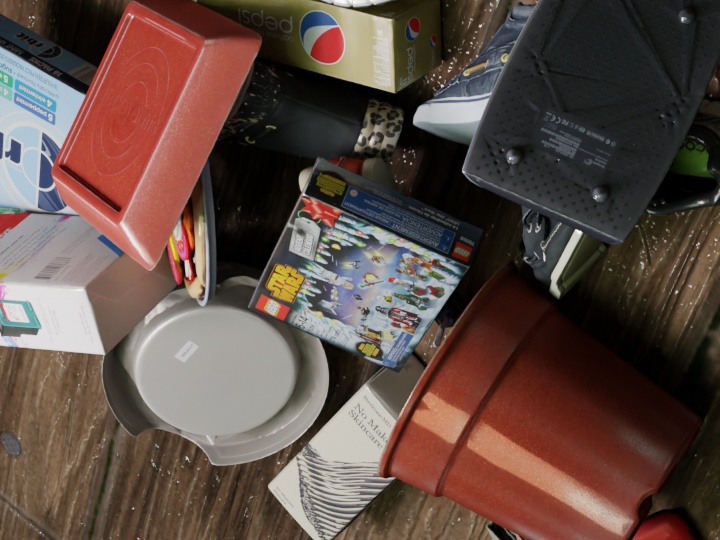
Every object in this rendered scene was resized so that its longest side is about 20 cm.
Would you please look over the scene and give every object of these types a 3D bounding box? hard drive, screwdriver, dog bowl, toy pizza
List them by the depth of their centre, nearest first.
[{"bbox_3d":[0.166,-0.122,1.495,0.135,0.200,0.042,24,163,9],"label":"hard drive"},{"bbox_3d":[0.070,0.039,1.703,0.029,0.200,0.028,-36,93,5],"label":"screwdriver"},{"bbox_3d":[-0.149,-0.069,1.769,0.200,0.032,0.200,173,90,-79],"label":"toy pizza"},{"bbox_3d":[-0.128,0.078,1.907,0.200,0.059,0.200,-2,124,-2],"label":"dog bowl"}]

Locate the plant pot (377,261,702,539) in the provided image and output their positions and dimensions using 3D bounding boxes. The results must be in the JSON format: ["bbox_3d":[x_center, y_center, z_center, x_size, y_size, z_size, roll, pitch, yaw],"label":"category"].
[{"bbox_3d":[0.149,0.127,1.685,0.195,0.201,0.201,31,133,10],"label":"plant pot"}]

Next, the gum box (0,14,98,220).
[{"bbox_3d":[-0.292,-0.111,1.884,0.170,0.045,0.200,29,130,24],"label":"gum box"}]

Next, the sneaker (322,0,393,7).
[{"bbox_3d":[-0.031,-0.258,1.666,0.200,0.074,0.080,18,124,31],"label":"sneaker"}]

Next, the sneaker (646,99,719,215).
[{"bbox_3d":[0.207,-0.086,1.559,0.200,0.087,0.074,12,124,36],"label":"sneaker"}]

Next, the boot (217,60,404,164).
[{"bbox_3d":[-0.053,-0.121,1.760,0.154,0.074,0.204,19,175,-7],"label":"boot"}]

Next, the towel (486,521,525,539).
[{"bbox_3d":[0.181,0.316,1.792,0.193,0.035,0.200,52,170,42],"label":"towel"}]

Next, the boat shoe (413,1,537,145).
[{"bbox_3d":[0.111,-0.146,1.626,0.071,0.091,0.200,20,171,-24],"label":"boat shoe"}]

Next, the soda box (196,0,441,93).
[{"bbox_3d":[-0.034,-0.201,1.707,0.200,0.068,0.064,18,126,32],"label":"soda box"}]

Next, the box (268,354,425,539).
[{"bbox_3d":[0.003,0.160,1.906,0.082,0.068,0.200,47,137,7],"label":"box"}]

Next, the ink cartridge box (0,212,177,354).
[{"bbox_3d":[-0.273,0.008,1.827,0.200,0.116,0.067,4,122,31],"label":"ink cartridge box"}]

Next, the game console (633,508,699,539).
[{"bbox_3d":[0.242,0.301,1.828,0.172,0.119,0.200,-28,98,15],"label":"game console"}]

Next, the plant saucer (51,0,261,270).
[{"bbox_3d":[-0.173,-0.122,1.704,0.200,0.037,0.200,33,98,57],"label":"plant saucer"}]

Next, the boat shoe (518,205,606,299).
[{"bbox_3d":[0.149,-0.034,1.606,0.066,0.075,0.199,44,176,10],"label":"boat shoe"}]

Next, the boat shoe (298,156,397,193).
[{"bbox_3d":[0.008,-0.025,1.735,0.063,0.071,0.200,-5,148,16],"label":"boat shoe"}]

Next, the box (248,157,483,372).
[{"bbox_3d":[0.000,0.000,1.676,0.137,0.040,0.200,24,150,-3],"label":"box"}]
